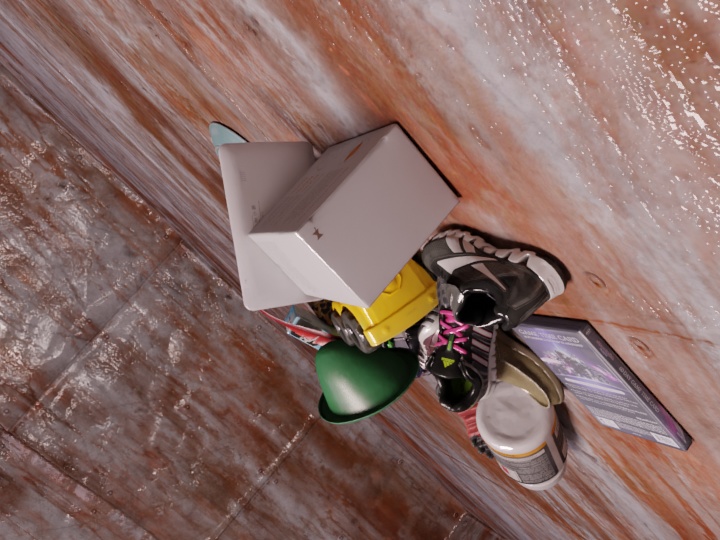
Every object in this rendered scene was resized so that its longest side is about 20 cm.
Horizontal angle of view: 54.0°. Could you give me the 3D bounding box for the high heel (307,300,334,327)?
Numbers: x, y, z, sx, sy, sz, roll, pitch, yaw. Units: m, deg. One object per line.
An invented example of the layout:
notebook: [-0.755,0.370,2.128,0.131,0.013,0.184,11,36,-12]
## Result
high heel: [-0.111,0.017,1.249,0.142,0.071,0.201,20,-147,-41]

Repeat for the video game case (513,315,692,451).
video game case: [0.273,0.126,0.821,0.200,0.019,0.143,46,166,-15]

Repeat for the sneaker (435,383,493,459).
sneaker: [0.202,0.232,1.195,0.070,0.098,0.201,-24,114,32]

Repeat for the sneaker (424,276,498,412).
sneaker: [0.120,0.089,0.859,0.073,0.087,0.202,10,121,35]

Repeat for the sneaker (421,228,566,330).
sneaker: [0.114,0.012,0.740,0.199,0.090,0.067,21,150,56]

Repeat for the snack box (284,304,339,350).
snack box: [-0.037,0.129,1.237,0.199,0.037,0.116,29,-177,-11]

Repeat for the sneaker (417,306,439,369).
sneaker: [0.149,0.130,1.073,0.115,0.076,0.200,29,166,19]

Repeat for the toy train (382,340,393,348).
toy train: [0.023,0.059,1.164,0.057,0.041,0.201,-119,16,-49]

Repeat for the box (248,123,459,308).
box: [-0.016,-0.056,0.767,0.106,0.152,0.200,46,167,-18]

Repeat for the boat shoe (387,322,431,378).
boat shoe: [0.075,0.146,1.256,0.200,0.074,0.094,152,107,-76]

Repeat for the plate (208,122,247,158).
plate: [-0.188,-0.166,1.190,0.200,0.026,0.200,39,168,10]

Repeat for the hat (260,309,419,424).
hat: [-0.036,0.110,1.050,0.177,0.199,0.166,61,-170,-20]

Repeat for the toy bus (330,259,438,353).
toy bus: [0.000,0.000,0.989,0.193,0.135,0.200,57,167,-8]

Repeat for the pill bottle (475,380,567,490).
pill bottle: [0.253,0.257,1.080,0.116,0.117,0.200,31,162,39]

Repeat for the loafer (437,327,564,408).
loafer: [0.184,0.122,0.951,0.200,0.068,0.076,40,167,8]

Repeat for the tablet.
tablet: [-0.097,-0.058,0.861,0.014,0.129,0.202,-16,83,57]
